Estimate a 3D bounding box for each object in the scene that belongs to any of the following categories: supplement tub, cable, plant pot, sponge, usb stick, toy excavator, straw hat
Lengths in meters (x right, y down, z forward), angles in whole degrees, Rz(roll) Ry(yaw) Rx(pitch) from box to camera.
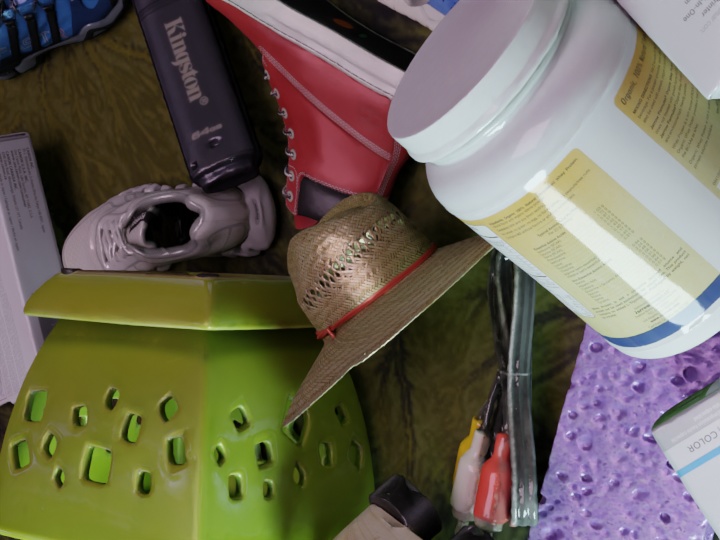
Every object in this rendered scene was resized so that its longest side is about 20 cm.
[{"bbox_3d":[0.126,-0.062,0.850,0.199,0.145,0.144,38,123,-20],"label":"supplement tub"},{"bbox_3d":[0.086,0.082,0.984,0.097,0.050,0.203,-131,41,-74],"label":"cable"},{"bbox_3d":[-0.116,0.092,1.059,0.197,0.199,0.184,3,91,35],"label":"plant pot"},{"bbox_3d":[0.174,0.113,0.956,0.111,0.030,0.202,22,107,30],"label":"sponge"},{"bbox_3d":[-0.121,-0.150,1.100,0.055,0.033,0.202,-19,70,-2],"label":"usb stick"},{"bbox_3d":[0.061,0.257,0.993,0.194,0.100,0.201,32,151,34],"label":"toy excavator"},{"bbox_3d":[0.000,0.000,0.956,0.085,0.201,0.201,49,121,0],"label":"straw hat"}]

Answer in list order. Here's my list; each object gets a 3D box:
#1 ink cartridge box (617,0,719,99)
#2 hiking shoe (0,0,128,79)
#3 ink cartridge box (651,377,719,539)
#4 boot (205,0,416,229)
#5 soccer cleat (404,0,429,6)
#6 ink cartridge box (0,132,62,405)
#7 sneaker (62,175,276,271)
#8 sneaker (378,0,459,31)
[{"bbox_3d":[0.180,-0.192,0.845,0.201,0.144,0.084,52,121,19],"label":"ink cartridge box"},{"bbox_3d":[-0.249,-0.202,1.176,0.199,0.086,0.075,-31,78,33],"label":"hiking shoe"},{"bbox_3d":[0.263,0.142,0.861,0.103,0.059,0.201,-35,83,26],"label":"ink cartridge box"},{"bbox_3d":[-0.049,-0.113,1.062,0.199,0.072,0.145,36,116,23],"label":"boot"},{"bbox_3d":[0.083,-0.197,0.789,0.199,0.069,0.078,-16,93,47],"label":"soccer cleat"},{"bbox_3d":[-0.288,0.008,1.257,0.173,0.043,0.202,-21,83,61],"label":"ink cartridge box"},{"bbox_3d":[-0.158,-0.029,1.140,0.198,0.081,0.076,-15,89,36],"label":"sneaker"},{"bbox_3d":[0.092,-0.190,0.947,0.199,0.076,0.112,35,124,33],"label":"sneaker"}]
